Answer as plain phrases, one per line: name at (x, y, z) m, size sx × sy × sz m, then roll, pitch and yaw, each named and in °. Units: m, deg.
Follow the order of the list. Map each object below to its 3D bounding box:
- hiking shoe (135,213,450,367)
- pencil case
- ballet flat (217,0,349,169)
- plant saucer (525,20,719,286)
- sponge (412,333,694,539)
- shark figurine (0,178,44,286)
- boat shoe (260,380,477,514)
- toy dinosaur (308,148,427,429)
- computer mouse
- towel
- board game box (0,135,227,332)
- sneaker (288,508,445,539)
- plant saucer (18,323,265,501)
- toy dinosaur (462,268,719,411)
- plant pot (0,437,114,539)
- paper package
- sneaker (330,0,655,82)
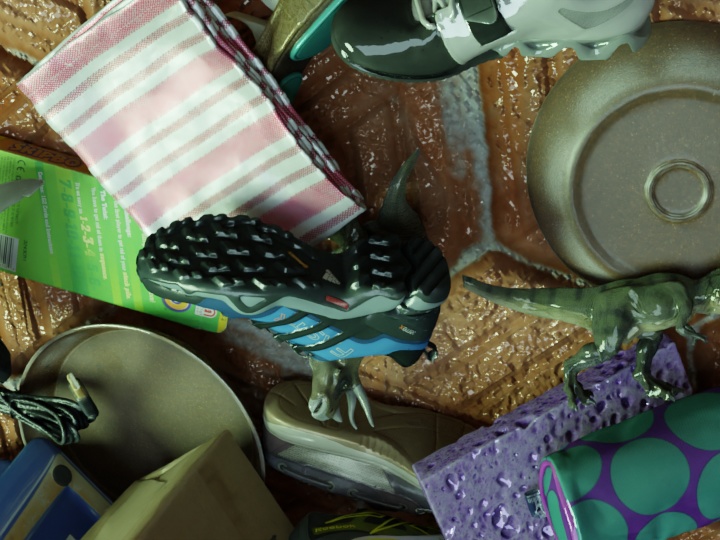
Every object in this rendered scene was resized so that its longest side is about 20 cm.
hiking shoe at (-0.044, 0.023, 0.963) m, size 0.197 × 0.075 × 0.087 m, roll 8°, pitch 130°, yaw -1°
pencil case at (0.212, 0.133, 0.997) m, size 0.198 × 0.085 × 0.093 m, roll -19°, pitch 117°, yaw -11°
ballet flat at (-0.054, -0.149, 0.975) m, size 0.072 × 0.068 × 0.201 m, roll 42°, pitch 122°, yaw 10°
plant saucer at (0.203, -0.057, 0.979) m, size 0.198 × 0.037 × 0.203 m, roll 5°, pitch 116°, yaw 10°
sponge at (0.144, 0.135, 1.040) m, size 0.198 × 0.030 × 0.113 m, roll -27°, pitch 111°, yaw -6°
shark figurine at (-0.311, -0.035, 1.056) m, size 0.128 × 0.090 × 0.214 m, roll 34°, pitch 146°, yaw -19°
boat shoe at (0.022, 0.139, 1.094) m, size 0.198 × 0.072 × 0.065 m, roll 17°, pitch 128°, yaw 3°
toy dinosaur at (0.000, 0.000, 1.036) m, size 0.101 × 0.077 × 0.201 m, roll 23°, pitch 109°, yaw -20°
computer mouse at (-0.256, 0.062, 1.038) m, size 0.139 × 0.046 × 0.201 m, roll 15°, pitch 148°, yaw 17°
towel at (-0.109, -0.078, 0.971) m, size 0.146 × 0.030 × 0.201 m, roll -31°, pitch 106°, yaw 30°
board game box at (-0.179, -0.025, 1.073) m, size 0.198 × 0.030 × 0.096 m, roll 17°, pitch 119°, yaw 6°
sneaker at (0.030, 0.201, 1.088) m, size 0.084 × 0.199 × 0.075 m, roll 30°, pitch 97°, yaw 40°
plant saucer at (-0.156, 0.120, 1.123) m, size 0.198 × 0.035 × 0.203 m, roll 9°, pitch 119°, yaw 16°
toy dinosaur at (0.167, 0.042, 0.991) m, size 0.197 × 0.047 × 0.089 m, roll -1°, pitch 103°, yaw 14°
plant pot at (-0.252, 0.252, 1.104) m, size 0.179 × 0.201 × 0.200 m, roll -28°, pitch 110°, yaw 38°
paper package at (-0.104, 0.245, 1.033) m, size 0.103 × 0.191 × 0.201 m, roll -30°, pitch 99°, yaw 28°
sneaker at (0.079, -0.167, 0.898) m, size 0.197 × 0.075 × 0.089 m, roll -9°, pitch 152°, yaw -5°
